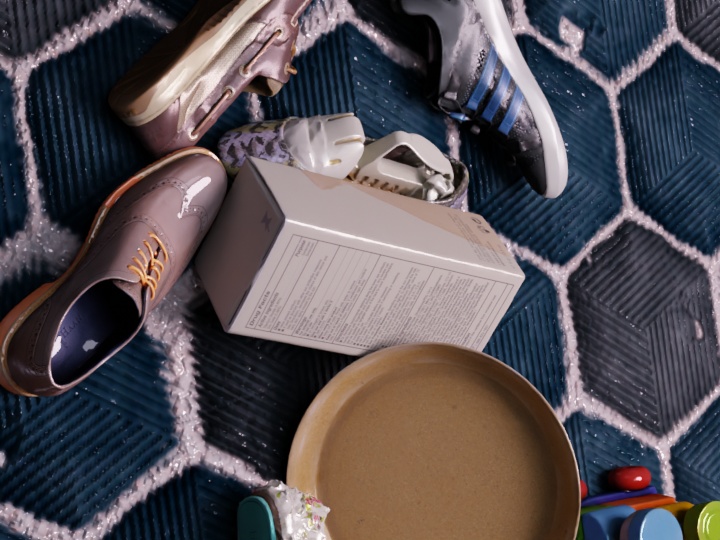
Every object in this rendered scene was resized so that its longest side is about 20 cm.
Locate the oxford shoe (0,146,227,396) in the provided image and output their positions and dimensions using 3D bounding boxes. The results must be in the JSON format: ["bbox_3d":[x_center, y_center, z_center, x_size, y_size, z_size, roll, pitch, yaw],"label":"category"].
[{"bbox_3d":[-0.139,0.003,0.992,0.071,0.073,0.201,50,65,-28],"label":"oxford shoe"}]

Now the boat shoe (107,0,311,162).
[{"bbox_3d":[-0.078,-0.147,1.072,0.200,0.072,0.072,-48,119,-26],"label":"boat shoe"}]

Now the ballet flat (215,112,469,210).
[{"bbox_3d":[-0.004,-0.077,1.110,0.199,0.072,0.073,12,77,-35],"label":"ballet flat"}]

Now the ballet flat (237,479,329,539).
[{"bbox_3d":[-0.043,0.238,1.043,0.063,0.075,0.203,5,83,-42],"label":"ballet flat"}]

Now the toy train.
[{"bbox_3d":[0.239,0.192,1.223,0.198,0.115,0.086,-4,87,-36],"label":"toy train"}]

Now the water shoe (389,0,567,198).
[{"bbox_3d":[0.086,-0.136,1.198,0.078,0.071,0.202,-28,103,-6],"label":"water shoe"}]

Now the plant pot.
[{"bbox_3d":[0.049,0.146,1.077,0.027,0.198,0.202,-28,103,-78],"label":"plant pot"}]

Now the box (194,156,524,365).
[{"bbox_3d":[0.000,0.000,1.077,0.198,0.078,0.095,14,119,-34],"label":"box"}]

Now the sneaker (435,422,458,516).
[{"bbox_3d":[0.080,0.174,1.147,0.099,0.069,0.203,-13,94,-44],"label":"sneaker"}]
